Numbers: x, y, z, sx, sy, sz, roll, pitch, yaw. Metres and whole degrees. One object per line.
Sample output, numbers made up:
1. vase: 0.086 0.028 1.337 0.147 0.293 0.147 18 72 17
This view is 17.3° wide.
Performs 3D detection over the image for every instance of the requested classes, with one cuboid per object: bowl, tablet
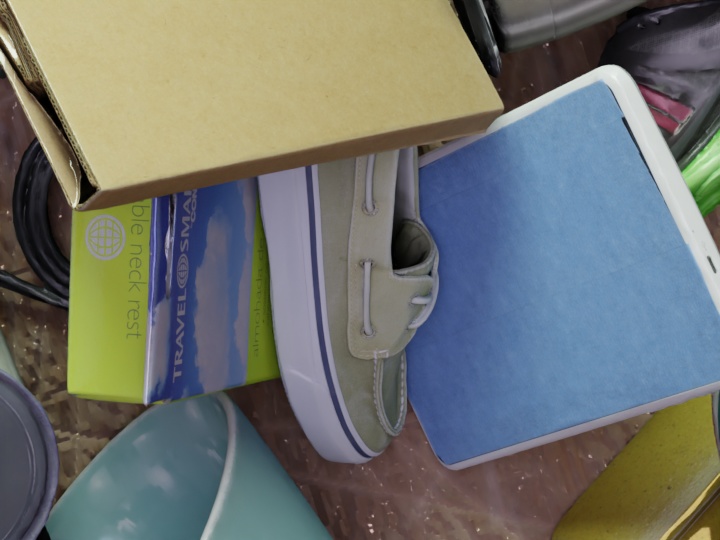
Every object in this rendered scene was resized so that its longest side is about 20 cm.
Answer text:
1. bowl: -0.074 0.157 0.964 0.105 0.201 0.201 35 94 -19
2. tablet: 0.067 0.005 0.953 0.014 0.200 0.130 -26 92 -38

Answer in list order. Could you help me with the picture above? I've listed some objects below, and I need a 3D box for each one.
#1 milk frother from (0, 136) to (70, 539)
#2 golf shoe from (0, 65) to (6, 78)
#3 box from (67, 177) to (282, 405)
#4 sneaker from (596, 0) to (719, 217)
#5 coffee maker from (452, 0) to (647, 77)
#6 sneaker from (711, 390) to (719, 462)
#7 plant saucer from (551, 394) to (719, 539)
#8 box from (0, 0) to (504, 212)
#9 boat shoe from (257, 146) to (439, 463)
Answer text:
1. milk frother: -0.147 0.021 0.945 0.200 0.188 0.180 -46 124 8
2. golf shoe: -0.210 -0.103 1.010 0.200 0.077 0.088 -30 67 5
3. box: -0.064 -0.014 0.933 0.047 0.200 0.122 2 93 17
4. sneaker: 0.127 -0.066 0.998 0.200 0.077 0.084 -36 73 1
5. coffee maker: 0.114 -0.189 0.911 0.199 0.192 0.135 -18 48 1
6. sneaker: 0.185 0.120 0.890 0.083 0.121 0.201 -17 92 4
7. plant saucer: 0.217 0.112 1.008 0.200 0.048 0.200 41 94 0
8. box: -0.055 -0.108 0.854 0.021 0.200 0.164 -41 71 43
9. boat shoe: 0.000 0.000 0.960 0.062 0.072 0.200 3 129 16
